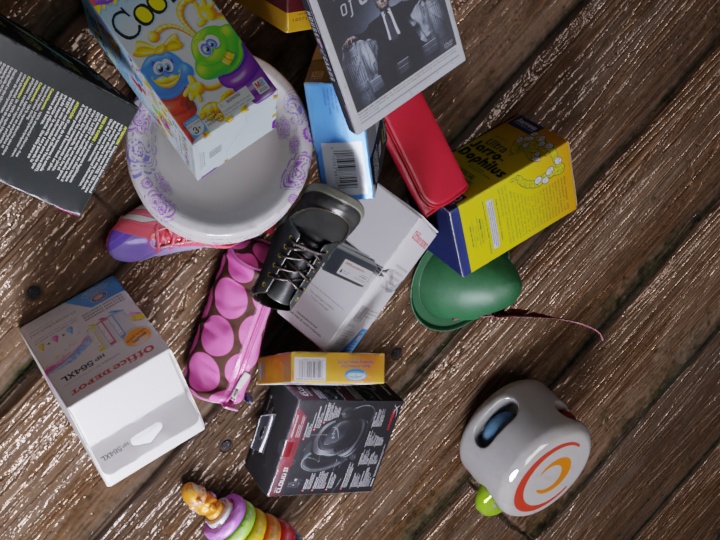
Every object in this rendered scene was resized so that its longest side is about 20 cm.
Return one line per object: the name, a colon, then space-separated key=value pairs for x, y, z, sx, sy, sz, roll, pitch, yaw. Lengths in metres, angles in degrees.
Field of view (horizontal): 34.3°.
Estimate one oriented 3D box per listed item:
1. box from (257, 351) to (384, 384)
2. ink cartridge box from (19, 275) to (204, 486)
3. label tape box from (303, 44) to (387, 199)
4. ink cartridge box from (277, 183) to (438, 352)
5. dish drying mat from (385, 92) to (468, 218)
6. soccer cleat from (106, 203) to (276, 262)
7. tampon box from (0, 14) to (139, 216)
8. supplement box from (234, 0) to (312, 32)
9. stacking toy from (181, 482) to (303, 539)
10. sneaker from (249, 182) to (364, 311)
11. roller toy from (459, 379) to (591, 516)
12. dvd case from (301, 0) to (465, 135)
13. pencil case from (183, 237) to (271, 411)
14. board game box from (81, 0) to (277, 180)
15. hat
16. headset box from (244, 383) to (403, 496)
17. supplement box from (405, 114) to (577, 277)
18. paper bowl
box: x=-0.055 y=0.124 z=1.455 sx=0.117 sy=0.200 sz=0.042 roll=2 pitch=81 yaw=-17
ink cartridge box: x=-0.272 y=0.125 z=1.296 sx=0.127 sy=0.200 sz=0.127 roll=-31 pitch=129 yaw=-17
label tape box: x=-0.009 y=-0.193 z=1.312 sx=0.065 sy=0.201 sz=0.145 roll=-1 pitch=125 yaw=12
ink cartridge box: x=0.000 y=0.000 z=1.457 sx=0.201 sy=0.084 sz=0.145 roll=-53 pitch=167 yaw=2
dish drying mat: x=0.063 y=-0.170 z=1.432 sx=0.076 sy=0.018 sz=0.202 roll=-34 pitch=104 yaw=-22
soccer cleat: x=-0.192 y=-0.049 z=1.338 sx=0.197 sy=0.076 sz=0.068 roll=-16 pitch=124 yaw=-28
tampon box: x=-0.344 y=-0.166 z=1.115 sx=0.199 sy=0.150 sz=0.127 roll=27 pitch=98 yaw=-41
supplement box: x=-0.063 y=-0.373 z=1.166 sx=0.131 sy=0.197 sz=0.203 roll=-15 pitch=124 yaw=-29
stacking toy: x=-0.172 y=0.347 z=1.574 sx=0.110 sy=0.116 sz=0.200 roll=-44 pitch=118 yaw=-6
sneaker: x=-0.059 y=-0.019 z=1.284 sx=0.074 sy=0.200 sz=0.108 roll=26 pitch=68 yaw=-10
roller toy: x=0.250 y=0.266 z=1.788 sx=0.197 sy=0.140 sz=0.185 roll=-16 pitch=134 yaw=-30
dvd case: x=0.021 y=-0.254 z=1.146 sx=0.149 sy=0.025 sz=0.202 roll=-35 pitch=133 yaw=-15
pencil case: x=-0.148 y=0.065 z=1.422 sx=0.089 sy=0.094 sz=0.203 roll=9 pitch=108 yaw=-28
board game box: x=-0.180 y=-0.212 z=1.162 sx=0.102 sy=0.201 sz=0.105 roll=-35 pitch=172 yaw=-13
hat: x=0.194 y=0.039 z=1.593 sx=0.198 sy=0.176 sz=0.168 roll=-29 pitch=128 yaw=-19
headset box: x=-0.057 y=0.223 z=1.587 sx=0.197 sy=0.077 sz=0.151 roll=5 pitch=112 yaw=-36
supplement box: x=0.175 y=-0.102 z=1.547 sx=0.198 sy=0.109 sz=0.111 roll=-30 pitch=129 yaw=-18
paper bowl: x=-0.155 y=-0.130 z=1.266 sx=0.197 sy=0.104 sz=0.205 roll=1 pitch=84 yaw=-9
